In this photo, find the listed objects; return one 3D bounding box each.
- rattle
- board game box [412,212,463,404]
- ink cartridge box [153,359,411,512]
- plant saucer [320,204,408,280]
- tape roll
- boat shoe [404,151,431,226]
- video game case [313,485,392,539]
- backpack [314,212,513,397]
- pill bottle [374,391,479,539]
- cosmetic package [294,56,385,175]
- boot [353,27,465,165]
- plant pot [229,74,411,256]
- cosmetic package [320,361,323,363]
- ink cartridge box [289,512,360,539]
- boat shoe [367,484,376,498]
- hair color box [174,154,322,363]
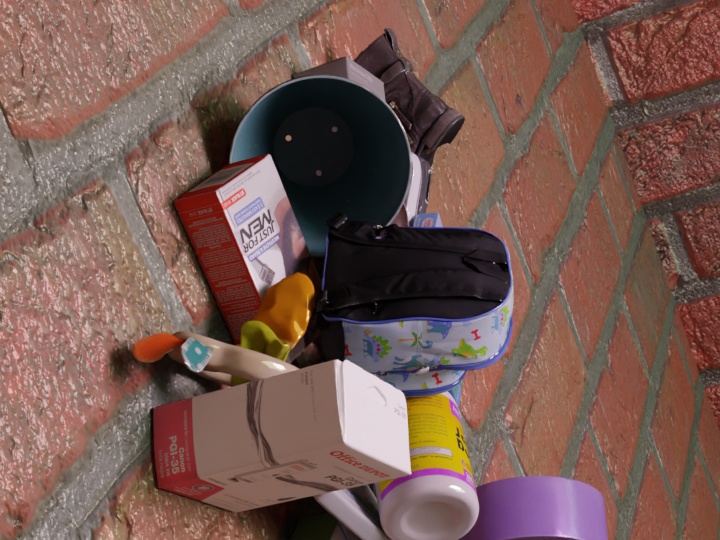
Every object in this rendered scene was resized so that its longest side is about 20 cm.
[{"bbox_3d":[-0.119,0.048,1.402,0.200,0.130,0.143,31,87,-44],"label":"rattle"},{"bbox_3d":[0.096,0.052,1.850,0.151,0.037,0.200,-73,151,-51],"label":"board game box"},{"bbox_3d":[-0.071,0.159,1.375,0.147,0.200,0.083,35,45,-57],"label":"ink cartridge box"},{"bbox_3d":[0.000,0.000,1.765,0.200,0.032,0.200,-49,148,-45],"label":"plant saucer"},{"bbox_3d":[0.227,0.350,1.947,0.200,0.200,0.085,46,36,-49],"label":"tape roll"},{"bbox_3d":[0.053,-0.054,1.897,0.066,0.070,0.200,8,89,-51],"label":"boat shoe"},{"bbox_3d":[-0.030,0.214,1.556,0.200,0.024,0.182,48,5,-47],"label":"video game case"},{"bbox_3d":[0.062,0.039,1.554,0.183,0.200,0.147,-85,171,-50],"label":"backpack"},{"bbox_3d":[0.061,0.190,1.566,0.104,0.104,0.200,55,17,-39],"label":"pill bottle"},{"bbox_3d":[-0.017,-0.156,1.852,0.107,0.090,0.200,22,59,-59],"label":"cosmetic package"},{"bbox_3d":[0.031,-0.201,1.965,0.174,0.200,0.069,45,24,12],"label":"boot"},{"bbox_3d":[-0.048,-0.129,1.659,0.135,0.200,0.200,-108,176,-75],"label":"plant pot"},{"bbox_3d":[0.005,0.117,1.703,0.083,0.051,0.200,50,34,2],"label":"cosmetic package"},{"bbox_3d":[-0.046,0.346,1.497,0.104,0.059,0.200,67,24,-18],"label":"ink cartridge box"},{"bbox_3d":[0.038,0.299,1.668,0.072,0.059,0.200,-2,88,-39],"label":"boat shoe"},{"bbox_3d":[-0.108,-0.009,1.552,0.111,0.064,0.200,-43,117,-52],"label":"hair color box"}]
